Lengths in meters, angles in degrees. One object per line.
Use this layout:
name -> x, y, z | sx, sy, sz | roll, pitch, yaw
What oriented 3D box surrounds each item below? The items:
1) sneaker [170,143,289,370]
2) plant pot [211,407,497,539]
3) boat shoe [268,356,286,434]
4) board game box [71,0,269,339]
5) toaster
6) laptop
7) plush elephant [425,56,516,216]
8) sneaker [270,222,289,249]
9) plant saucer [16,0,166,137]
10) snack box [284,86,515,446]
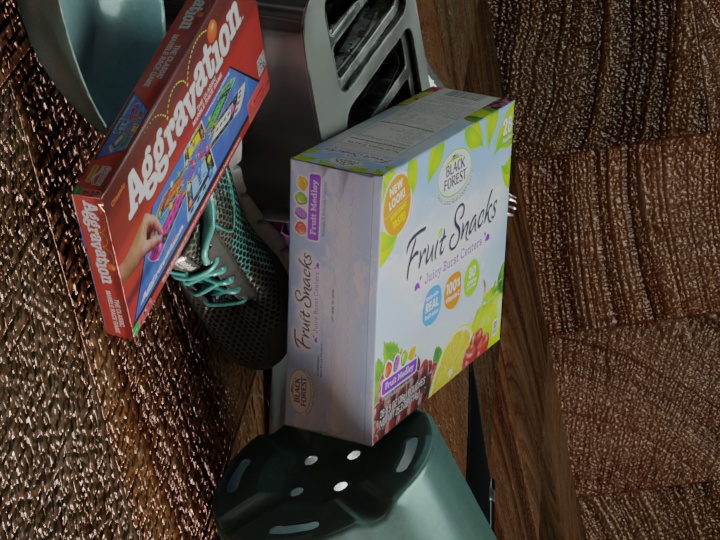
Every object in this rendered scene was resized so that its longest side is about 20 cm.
sneaker -> -0.095, -0.017, 1.193 | 0.091, 0.077, 0.201 | -64, 139, -54
plant pot -> 0.010, 0.197, 1.281 | 0.201, 0.199, 0.197 | -80, 152, -59
boat shoe -> -0.025, 0.133, 1.426 | 0.072, 0.070, 0.202 | 57, 28, -67
board game box -> -0.096, -0.072, 1.084 | 0.103, 0.019, 0.201 | 81, 25, -46
toaster -> -0.043, -0.140, 1.280 | 0.200, 0.118, 0.182 | -56, 145, -42
laptop -> 0.051, 0.213, 1.650 | 0.116, 0.200, 0.188 | 42, 29, -22
plush elephant -> 0.021, -0.066, 1.678 | 0.200, 0.164, 0.155 | 45, 64, -17
sneaker -> -0.055, -0.035, 1.401 | 0.088, 0.080, 0.202 | 25, 53, -70
plant saucer -> -0.147, -0.158, 1.066 | 0.201, 0.038, 0.203 | -9, 90, -79
snack box -> 0.026, -0.009, 1.259 | 0.200, 0.067, 0.170 | -33, 130, -60
